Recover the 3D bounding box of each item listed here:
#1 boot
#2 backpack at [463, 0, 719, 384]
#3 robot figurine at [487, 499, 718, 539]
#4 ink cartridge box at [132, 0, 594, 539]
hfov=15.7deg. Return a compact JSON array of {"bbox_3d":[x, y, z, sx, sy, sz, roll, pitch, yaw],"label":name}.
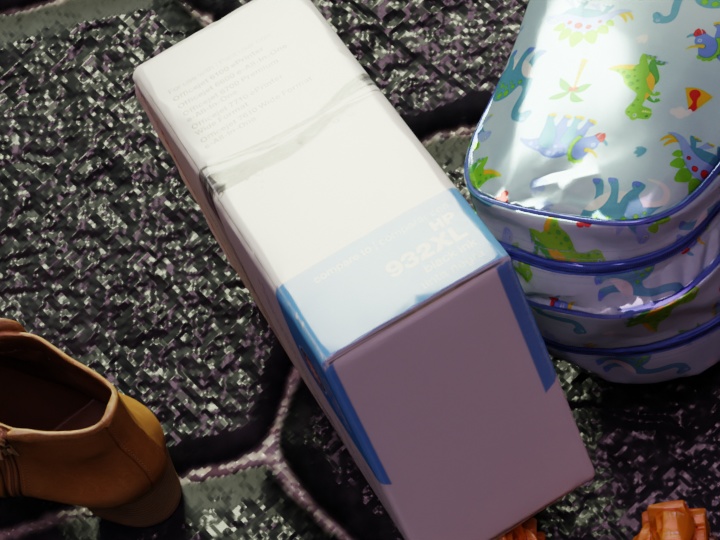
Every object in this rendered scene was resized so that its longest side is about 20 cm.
[{"bbox_3d":[-0.176,0.053,1.103,0.200,0.144,0.071,11,69,16],"label":"boot"},{"bbox_3d":[0.122,-0.053,1.089,0.163,0.154,0.201,17,79,24],"label":"backpack"},{"bbox_3d":[0.092,0.194,1.032,0.144,0.058,0.201,-5,66,13],"label":"robot figurine"},{"bbox_3d":[0.000,0.000,1.060,0.084,0.145,0.200,-31,46,-4],"label":"ink cartridge box"}]
